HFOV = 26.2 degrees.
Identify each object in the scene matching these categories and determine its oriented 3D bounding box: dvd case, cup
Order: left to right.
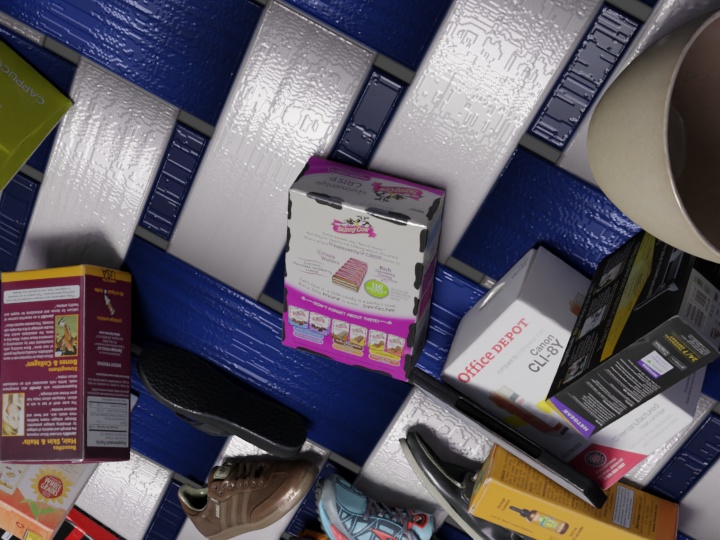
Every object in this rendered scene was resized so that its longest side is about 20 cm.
[{"bbox_3d":[0.142,0.161,1.478,0.200,0.018,0.143,32,176,20],"label":"dvd case"},{"bbox_3d":[0.260,-0.102,1.203,0.143,0.200,0.200,3,134,57],"label":"cup"}]

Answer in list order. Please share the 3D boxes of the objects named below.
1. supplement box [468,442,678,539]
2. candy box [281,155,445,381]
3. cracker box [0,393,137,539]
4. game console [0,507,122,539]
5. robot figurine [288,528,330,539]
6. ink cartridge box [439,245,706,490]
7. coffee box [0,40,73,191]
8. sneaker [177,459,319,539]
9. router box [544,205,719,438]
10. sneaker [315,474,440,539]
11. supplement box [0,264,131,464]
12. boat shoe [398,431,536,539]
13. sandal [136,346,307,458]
[{"bbox_3d":[0.215,0.241,1.559,0.200,0.069,0.067,20,134,-2],"label":"supplement box"},{"bbox_3d":[0.000,0.000,1.471,0.136,0.061,0.200,16,133,12],"label":"candy box"},{"bbox_3d":[-0.350,0.188,1.687,0.134,0.200,0.058,30,139,-2],"label":"cracker box"},{"bbox_3d":[-0.382,0.367,1.974,0.177,0.031,0.200,39,132,-3],"label":"game console"},{"bbox_3d":[-0.011,0.367,1.783,0.200,0.058,0.145,25,133,2],"label":"robot figurine"},{"bbox_3d":[0.196,0.093,1.444,0.200,0.083,0.145,35,134,-6],"label":"ink cartridge box"},{"bbox_3d":[-0.434,-0.122,1.469,0.200,0.200,0.198,41,131,-12],"label":"coffee box"},{"bbox_3d":[-0.132,0.248,1.730,0.076,0.070,0.200,45,130,-14],"label":"sneaker"},{"bbox_3d":[0.246,0.028,1.288,0.052,0.200,0.157,41,133,-10],"label":"router box"},{"bbox_3d":[0.037,0.278,1.688,0.096,0.079,0.200,-33,118,30],"label":"sneaker"},{"bbox_3d":[-0.304,0.100,1.599,0.110,0.086,0.200,-5,82,28],"label":"supplement box"},{"bbox_3d":[0.119,0.237,1.625,0.068,0.072,0.200,-44,97,3],"label":"boat shoe"},{"bbox_3d":[-0.155,0.150,1.655,0.200,0.075,0.048,29,129,-2],"label":"sandal"}]
